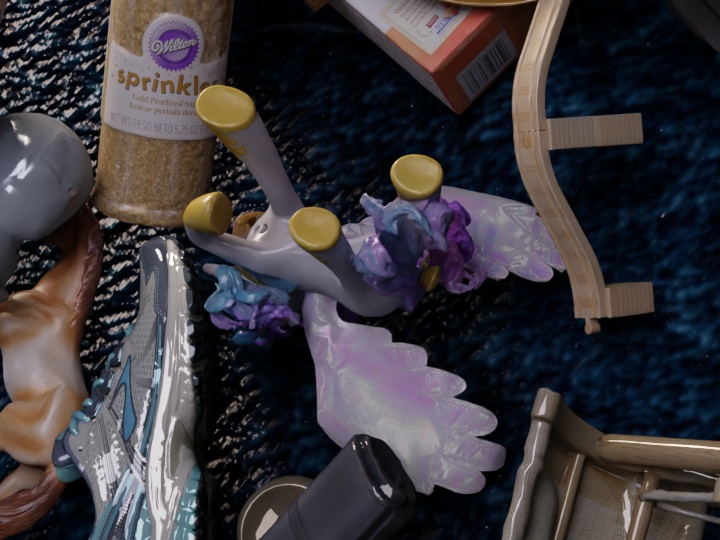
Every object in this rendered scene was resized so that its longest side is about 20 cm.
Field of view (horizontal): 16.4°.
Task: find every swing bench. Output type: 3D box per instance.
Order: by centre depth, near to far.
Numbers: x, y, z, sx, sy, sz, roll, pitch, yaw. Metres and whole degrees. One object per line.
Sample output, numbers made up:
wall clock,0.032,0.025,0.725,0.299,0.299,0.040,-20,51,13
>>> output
swing bench,0.158,0.178,1.132,0.200,0.130,0.199,8,72,30

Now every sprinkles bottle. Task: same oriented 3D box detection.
sprinkles bottle,-0.102,-0.126,1.337,0.068,0.068,0.200,17,110,26

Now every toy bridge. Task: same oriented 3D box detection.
toy bridge,0.108,-0.068,1.244,0.027,0.067,0.200,-2,93,54

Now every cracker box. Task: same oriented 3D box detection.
cracker box,0.030,-0.198,1.378,0.134,0.058,0.200,-44,61,-3

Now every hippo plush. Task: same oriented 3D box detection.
hippo plush,-0.225,-0.056,1.300,0.200,0.161,0.159,-41,15,-11

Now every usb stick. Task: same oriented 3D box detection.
usb stick,-0.044,0.160,1.229,0.200,0.033,0.055,-48,50,24

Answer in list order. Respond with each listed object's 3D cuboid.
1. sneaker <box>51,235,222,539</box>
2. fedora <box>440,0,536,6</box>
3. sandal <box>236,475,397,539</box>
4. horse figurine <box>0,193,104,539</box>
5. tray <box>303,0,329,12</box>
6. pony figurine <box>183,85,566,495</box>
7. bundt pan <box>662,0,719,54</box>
sneaker,-0.120,0.076,1.295,0.086,0.078,0.200,-3,70,6
fedora,0.060,-0.233,1.267,0.201,0.082,0.201,0,88,0
sandal,0.010,0.163,1.234,0.200,0.054,0.080,33,83,29
horse figurine,-0.190,0.067,1.355,0.133,0.050,0.200,-17,57,16
tray,0.020,-0.240,1.347,0.200,0.037,0.099,-39,60,-1
pony figurine,0.000,0.000,1.250,0.193,0.200,0.167,19,69,11
bundt pan,0.237,-0.173,1.235,0.202,0.076,0.202,-31,20,13
